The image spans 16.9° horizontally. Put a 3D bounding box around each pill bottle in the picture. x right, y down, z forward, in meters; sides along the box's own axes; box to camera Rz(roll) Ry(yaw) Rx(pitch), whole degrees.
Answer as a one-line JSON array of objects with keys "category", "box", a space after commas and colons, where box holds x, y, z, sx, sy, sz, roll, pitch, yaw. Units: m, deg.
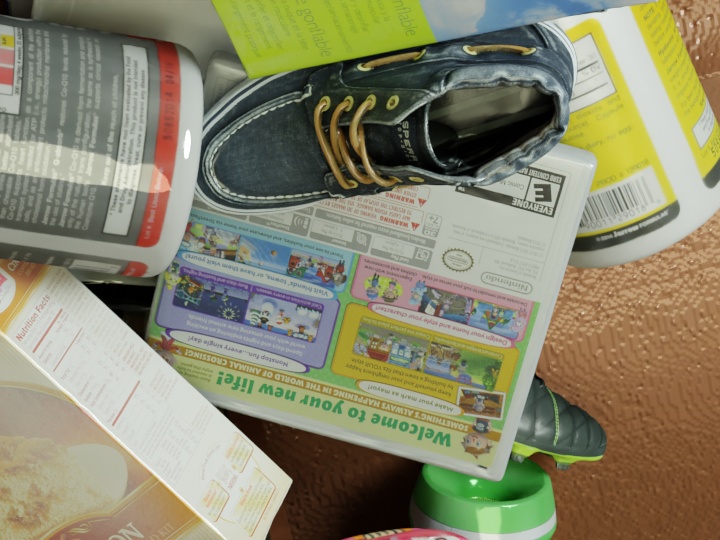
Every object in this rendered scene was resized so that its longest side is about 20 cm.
[{"category": "pill bottle", "box": [-0.182, -0.066, 1.156, 0.198, 0.116, 0.117, 8, 110, -16]}, {"category": "pill bottle", "box": [0.107, -0.111, 1.237, 0.111, 0.111, 0.201, -25, 114, 2]}]

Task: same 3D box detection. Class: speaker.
[{"category": "speaker", "box": [0.062, 0.206, 1.368, 0.088, 0.089, 0.202, 1, 111, -9]}]

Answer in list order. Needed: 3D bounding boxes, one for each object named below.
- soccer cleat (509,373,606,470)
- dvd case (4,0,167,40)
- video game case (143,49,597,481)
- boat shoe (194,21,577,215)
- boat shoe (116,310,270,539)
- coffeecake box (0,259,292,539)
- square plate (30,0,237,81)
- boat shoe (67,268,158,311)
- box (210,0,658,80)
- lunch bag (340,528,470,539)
[{"category": "soccer cleat", "box": [0.057, 0.046, 1.320, 0.199, 0.068, 0.082, 25, 93, -17]}, {"category": "dvd case", "box": [-0.109, -0.177, 1.224, 0.149, 0.025, 0.202, -6, 113, -6]}, {"category": "video game case", "box": [0.000, 0.000, 1.225, 0.198, 0.022, 0.183, 15, 112, -1]}, {"category": "boat shoe", "box": [0.005, -0.067, 1.137, 0.199, 0.091, 0.071, -18, 108, 11]}, {"category": "boat shoe", "box": [-0.103, 0.112, 1.326, 0.076, 0.072, 0.202, -11, 107, 12]}, {"category": "coffeecake box", "box": [-0.162, 0.097, 1.246, 0.200, 0.073, 0.153, 44, 126, -12]}, {"category": "square plate", "box": [-0.056, -0.151, 1.165, 0.196, 0.029, 0.201, 10, 142, -6]}, {"category": "boat shoe", "box": [-0.169, -0.021, 1.259, 0.200, 0.063, 0.074, 6, 114, -9]}, {"category": "box", "box": [0.024, -0.156, 1.089, 0.198, 0.048, 0.122, -10, 141, 15]}, {"category": "lunch bag", "box": [-0.041, 0.206, 1.263, 0.199, 0.082, 0.176, -4, 156, -43]}]
